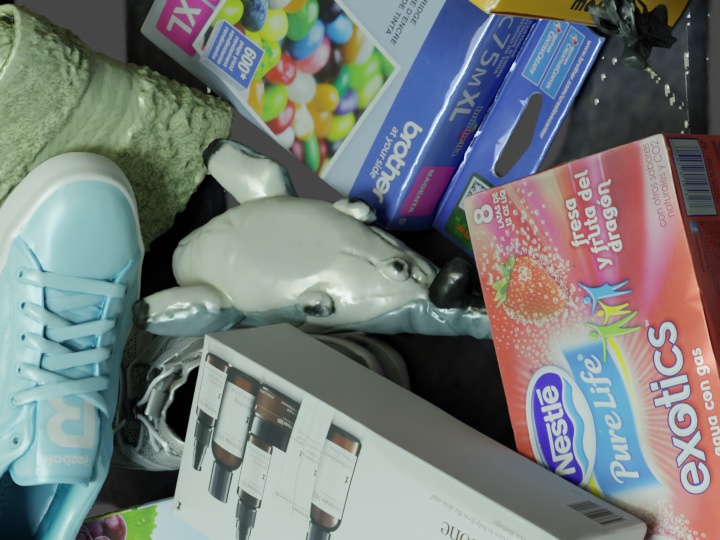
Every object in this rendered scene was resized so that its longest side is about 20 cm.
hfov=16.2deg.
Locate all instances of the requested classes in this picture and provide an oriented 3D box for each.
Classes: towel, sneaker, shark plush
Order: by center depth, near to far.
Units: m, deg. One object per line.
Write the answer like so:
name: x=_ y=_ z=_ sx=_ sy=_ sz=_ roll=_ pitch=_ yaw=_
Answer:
shark plush: x=0.000 y=0.000 z=1.073 sx=0.200 sy=0.083 sz=0.091 roll=-1 pitch=63 yaw=29
sneaker: x=-0.126 y=0.052 z=1.074 sx=0.082 sy=0.074 sz=0.200 roll=45 pitch=127 yaw=52
towel: x=-0.157 y=-0.017 z=1.098 sx=0.200 sy=0.148 sz=0.036 roll=-50 pitch=46 yaw=18
sneaker: x=-0.078 y=0.052 z=1.120 sx=0.200 sy=0.082 sz=0.075 roll=-7 pitch=87 yaw=36

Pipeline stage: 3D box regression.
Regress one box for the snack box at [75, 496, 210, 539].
snack box: x=-0.036 y=0.175 z=1.102 sx=0.200 sy=0.068 sz=0.169 roll=-17 pitch=80 yaw=33

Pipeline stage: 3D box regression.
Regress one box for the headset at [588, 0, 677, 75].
headset: x=0.180 y=-0.136 z=0.924 sx=0.200 sy=0.094 sz=0.124 roll=-31 pitch=72 yaw=20

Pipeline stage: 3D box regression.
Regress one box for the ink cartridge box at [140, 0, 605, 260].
ink cartridge box: x=0.001 y=-0.102 z=1.089 sx=0.200 sy=0.042 sz=0.119 roll=39 pitch=113 yaw=27

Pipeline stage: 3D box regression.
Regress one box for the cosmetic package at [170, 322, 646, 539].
cosmetic package: x=0.012 y=0.095 z=0.966 sx=0.200 sy=0.051 sz=0.083 roll=27 pitch=115 yaw=41

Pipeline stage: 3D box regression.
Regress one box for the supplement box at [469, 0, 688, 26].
supplement box: x=0.065 y=-0.228 z=0.981 sx=0.200 sy=0.133 sz=0.197 roll=41 pitch=113 yaw=28

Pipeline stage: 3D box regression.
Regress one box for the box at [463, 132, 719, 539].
box: x=0.123 y=0.054 z=0.965 sx=0.095 sy=0.103 sz=0.200 roll=-17 pitch=82 yaw=36
